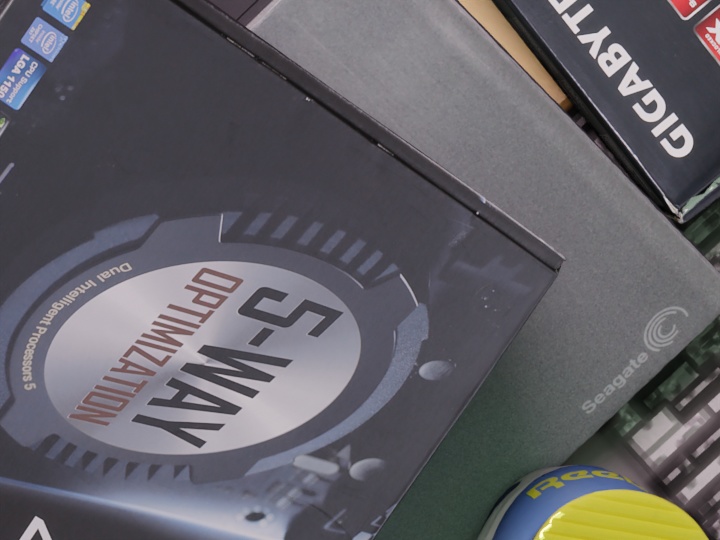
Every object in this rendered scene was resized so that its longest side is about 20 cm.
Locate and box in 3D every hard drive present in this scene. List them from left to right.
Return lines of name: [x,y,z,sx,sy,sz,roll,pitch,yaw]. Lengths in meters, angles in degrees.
hard drive: [0.000,0.000,0.794,0.140,0.200,0.033,-44,44,6]

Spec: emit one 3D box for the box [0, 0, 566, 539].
box: [-0.070,0.034,0.701,0.160,0.044,0.200,34,92,-29]

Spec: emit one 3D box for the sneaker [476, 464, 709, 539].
sneaker: [0.044,0.147,0.830,0.074,0.082,0.201,17,101,-17]

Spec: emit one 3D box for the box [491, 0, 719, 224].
box: [0.090,-0.141,0.851,0.159,0.046,0.200,-38,96,0]
